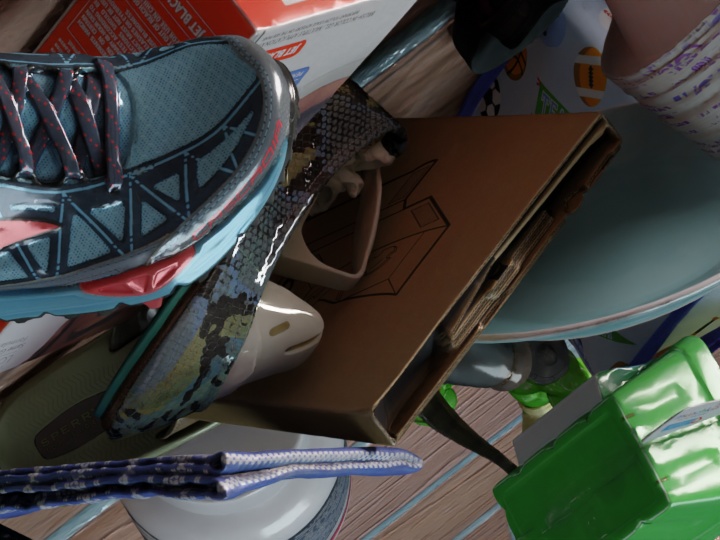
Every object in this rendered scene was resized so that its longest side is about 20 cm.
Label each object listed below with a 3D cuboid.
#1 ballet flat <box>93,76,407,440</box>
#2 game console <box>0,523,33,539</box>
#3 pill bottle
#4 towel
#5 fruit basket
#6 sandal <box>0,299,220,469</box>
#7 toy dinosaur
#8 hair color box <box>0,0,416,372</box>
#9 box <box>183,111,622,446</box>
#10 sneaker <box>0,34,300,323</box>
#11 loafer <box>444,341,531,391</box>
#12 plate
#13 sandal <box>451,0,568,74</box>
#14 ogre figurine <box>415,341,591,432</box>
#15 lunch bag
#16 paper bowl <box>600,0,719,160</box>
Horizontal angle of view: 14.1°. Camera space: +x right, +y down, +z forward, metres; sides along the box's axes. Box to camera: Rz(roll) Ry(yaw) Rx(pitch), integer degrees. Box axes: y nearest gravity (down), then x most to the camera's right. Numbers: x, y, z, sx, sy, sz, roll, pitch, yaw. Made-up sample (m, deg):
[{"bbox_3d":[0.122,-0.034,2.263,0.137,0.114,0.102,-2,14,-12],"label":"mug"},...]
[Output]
[{"bbox_3d":[-0.034,-0.002,1.152,0.201,0.074,0.074,-62,-177,-33],"label":"ballet flat"},{"bbox_3d":[-0.235,0.167,1.271,0.117,0.175,0.200,-64,-179,-27],"label":"game console"},{"bbox_3d":[-0.065,0.089,1.453,0.119,0.120,0.200,-36,168,-8],"label":"pill bottle"},{"bbox_3d":[-0.095,0.086,1.124,0.199,0.024,0.145,-7,175,30],"label":"towel"},{"bbox_3d":[0.167,0.085,1.441,0.199,0.094,0.185,-22,165,-43],"label":"fruit basket"},{"bbox_3d":[-0.084,0.038,1.316,0.201,0.080,0.057,-38,163,1],"label":"sandal"},{"bbox_3d":[0.013,0.027,1.453,0.047,0.200,0.088,-30,-146,37],"label":"toy dinosaur"},{"bbox_3d":[-0.077,-0.051,1.042,0.200,0.064,0.111,-45,167,35],"label":"hair color box"},{"bbox_3d":[0.000,0.000,1.207,0.164,0.021,0.200,-52,-153,-21],"label":"box"},{"bbox_3d":[-0.115,-0.029,0.902,0.199,0.080,0.096,-21,150,-1],"label":"sneaker"},{"bbox_3d":[0.032,0.004,1.333,0.072,0.063,0.200,-62,-164,19],"label":"loafer"},{"bbox_3d":[0.103,-0.016,1.215,0.199,0.026,0.200,-17,-156,8],"label":"plate"},{"bbox_3d":[0.074,-0.123,1.254,0.075,0.048,0.200,-38,168,-2],"label":"sandal"},{"bbox_3d":[0.058,0.042,1.570,0.098,0.200,0.120,-47,148,-2],"label":"ogre figurine"},{"bbox_3d":[0.135,-0.043,1.443,0.123,0.170,0.200,-24,161,-34],"label":"lunch bag"},{"bbox_3d":[0.167,-0.152,1.183,0.201,0.104,0.201,-51,-168,15],"label":"paper bowl"}]
